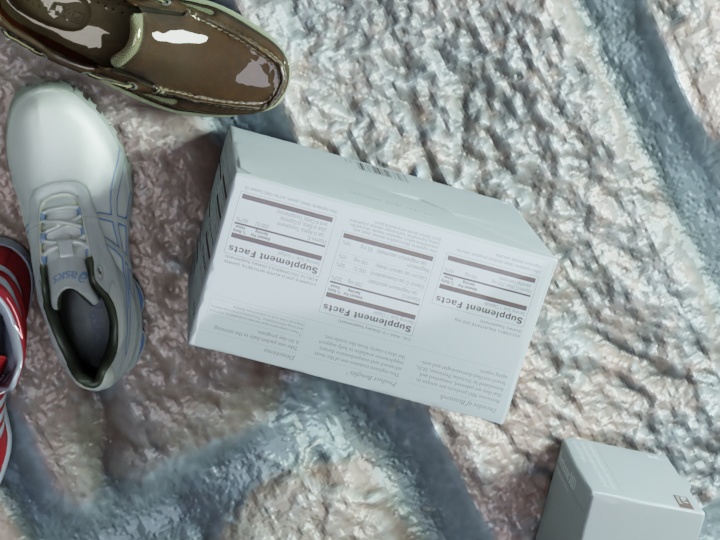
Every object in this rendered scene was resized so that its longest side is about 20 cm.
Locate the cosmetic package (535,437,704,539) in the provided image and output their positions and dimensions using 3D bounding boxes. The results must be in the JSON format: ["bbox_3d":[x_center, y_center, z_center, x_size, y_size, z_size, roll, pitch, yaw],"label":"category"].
[{"bbox_3d":[0.160,0.227,1.295,0.090,0.107,0.201,9,102,-8],"label":"cosmetic package"}]

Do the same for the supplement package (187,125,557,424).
[{"bbox_3d":[0.000,0.000,1.193,0.199,0.156,0.111,15,102,-9],"label":"supplement package"}]

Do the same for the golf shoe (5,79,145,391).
[{"bbox_3d":[-0.177,-0.020,1.204,0.078,0.097,0.201,-13,104,0],"label":"golf shoe"}]

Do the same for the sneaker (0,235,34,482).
[{"bbox_3d":[-0.253,0.086,1.215,0.071,0.113,0.201,11,104,-7],"label":"sneaker"}]

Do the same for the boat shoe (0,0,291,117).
[{"bbox_3d":[-0.140,-0.139,1.185,0.201,0.075,0.075,15,103,-9],"label":"boat shoe"}]
